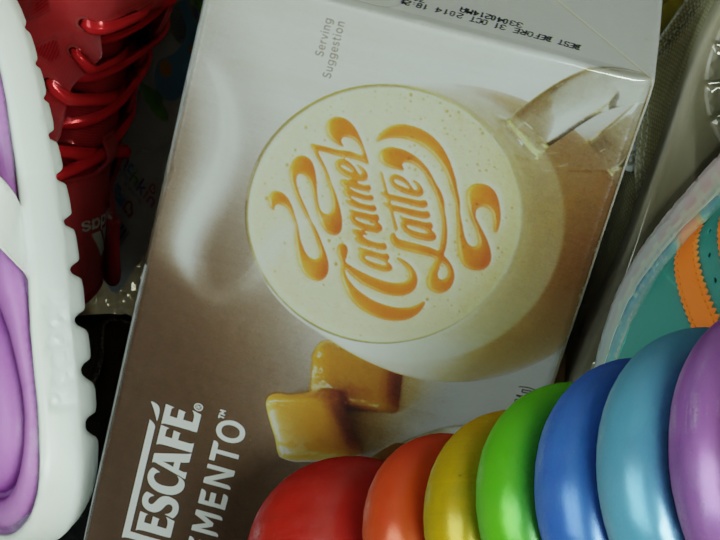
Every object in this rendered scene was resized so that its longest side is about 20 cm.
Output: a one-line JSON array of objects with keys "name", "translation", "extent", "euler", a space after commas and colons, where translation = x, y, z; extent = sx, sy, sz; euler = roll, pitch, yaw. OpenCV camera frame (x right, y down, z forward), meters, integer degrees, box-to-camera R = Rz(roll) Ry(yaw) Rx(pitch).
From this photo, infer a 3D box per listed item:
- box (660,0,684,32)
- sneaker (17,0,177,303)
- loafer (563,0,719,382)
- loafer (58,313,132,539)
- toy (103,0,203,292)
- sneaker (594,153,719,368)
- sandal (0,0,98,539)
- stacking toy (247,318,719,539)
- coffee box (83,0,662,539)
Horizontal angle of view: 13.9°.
[{"name": "box", "translation": [0.038, -0.071, 0.842], "extent": [0.200, 0.075, 0.050], "euler": [-42, 64, 28]}, {"name": "sneaker", "translation": [-0.075, -0.055, 0.888], "extent": [0.200, 0.078, 0.116], "euler": [-25, 85, 52]}, {"name": "loafer", "translation": [0.104, -0.039, 0.783], "extent": [0.200, 0.076, 0.068], "euler": [-62, 19, 16]}, {"name": "loafer", "translation": [-0.039, 0.086, 0.899], "extent": [0.200, 0.071, 0.073], "euler": [52, 146, 9]}, {"name": "toy", "translation": [-0.049, -0.101, 0.930], "extent": [0.115, 0.047, 0.200], "euler": [54, 124, 22]}, {"name": "sneaker", "translation": [0.116, 0.003, 0.718], "extent": [0.200, 0.071, 0.080], "euler": [-62, 15, 22]}, {"name": "sandal", "translation": [-0.121, -0.020, 0.839], "extent": [0.082, 0.050, 0.203], "euler": [-36, 66, 48]}, {"name": "stacking toy", "translation": [0.050, 0.062, 0.709], "extent": [0.200, 0.085, 0.085], "euler": [-18, 77, 42]}, {"name": "coffee box", "translation": [0.000, 0.000, 0.797], "extent": [0.114, 0.080, 0.200], "euler": [15, 124, -2]}]
